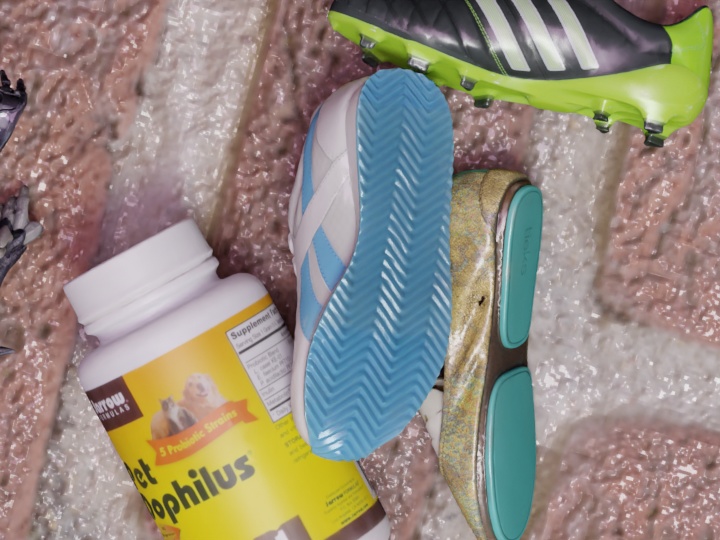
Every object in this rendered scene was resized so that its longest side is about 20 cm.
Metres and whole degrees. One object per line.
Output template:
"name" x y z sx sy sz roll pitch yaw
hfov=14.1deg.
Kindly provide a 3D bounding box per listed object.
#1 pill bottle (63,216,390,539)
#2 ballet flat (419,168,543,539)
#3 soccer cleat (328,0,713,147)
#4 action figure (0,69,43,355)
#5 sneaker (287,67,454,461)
"pill bottle" -0.074 0.077 1.512 0.109 0.109 0.200 -28 92 8
"ballet flat" 0.058 0.045 1.523 0.071 0.071 0.200 2 97 6
"soccer cleat" 0.084 -0.124 1.503 0.200 0.068 0.081 14 80 4
"action figure" -0.226 -0.024 1.527 0.119 0.102 0.200 15 124 -4
"sneaker" 0.000 0.000 1.492 0.076 0.081 0.200 14 79 -25
